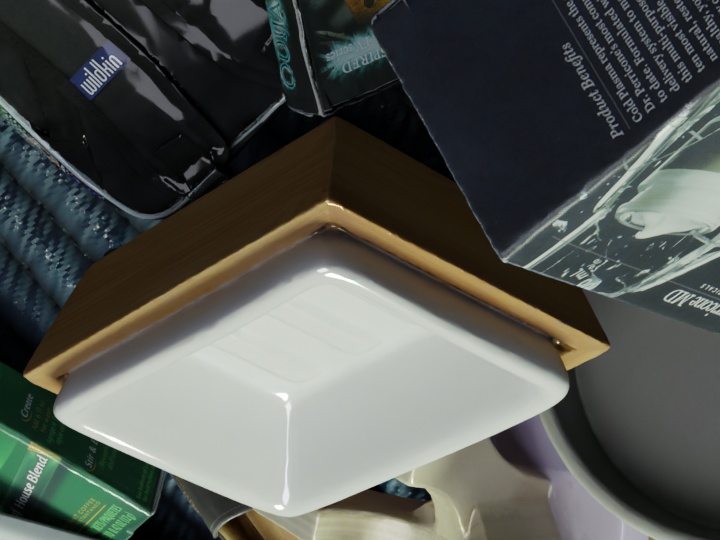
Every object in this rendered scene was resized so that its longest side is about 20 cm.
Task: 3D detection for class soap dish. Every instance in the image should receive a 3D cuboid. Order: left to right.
[{"bbox_3d":[-0.020,0.023,1.030,0.157,0.082,0.200,27,142,-34],"label":"soap dish"}]

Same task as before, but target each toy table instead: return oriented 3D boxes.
[{"bbox_3d":[0.048,0.136,1.141,0.183,0.117,0.201,11,98,47],"label":"toy table"}]

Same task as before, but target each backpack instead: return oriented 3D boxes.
[{"bbox_3d":[-0.106,-0.148,1.047,0.200,0.151,0.178,38,114,-19],"label":"backpack"}]

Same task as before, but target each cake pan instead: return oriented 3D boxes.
[{"bbox_3d":[0.172,0.026,1.077,0.199,0.037,0.202,-4,78,19],"label":"cake pan"}]

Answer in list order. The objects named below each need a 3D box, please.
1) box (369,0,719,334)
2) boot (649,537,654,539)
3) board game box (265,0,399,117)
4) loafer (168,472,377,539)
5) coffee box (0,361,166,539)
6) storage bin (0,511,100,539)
[{"bbox_3d":[0.147,-0.091,0.960,0.196,0.200,0.124,-38,63,22],"label":"box"},{"bbox_3d":[0.152,0.110,1.169,0.199,0.066,0.176,-20,104,27],"label":"boot"},{"bbox_3d":[0.043,-0.159,0.994,0.028,0.199,0.136,24,132,51],"label":"board game box"},{"bbox_3d":[-0.054,0.101,1.213,0.200,0.072,0.073,44,120,-9],"label":"loafer"},{"bbox_3d":[-0.213,0.090,1.233,0.199,0.044,0.123,33,129,-20],"label":"coffee box"},{"bbox_3d":[-0.162,0.225,1.240,0.199,0.146,0.134,20,146,-30],"label":"storage bin"}]
